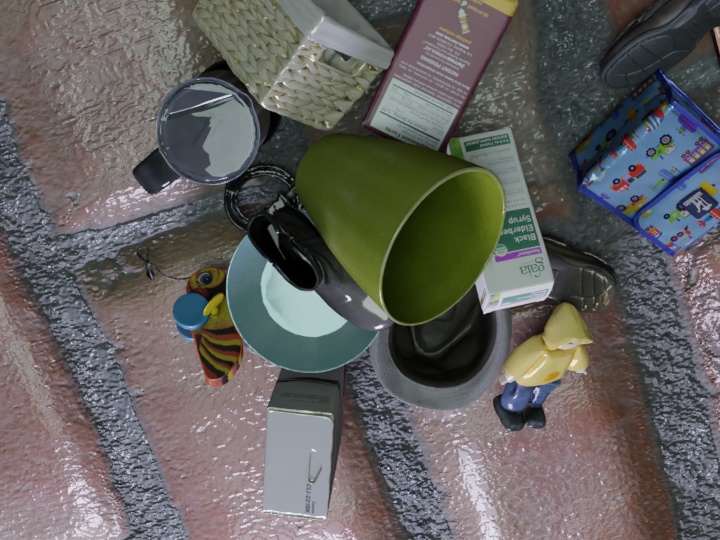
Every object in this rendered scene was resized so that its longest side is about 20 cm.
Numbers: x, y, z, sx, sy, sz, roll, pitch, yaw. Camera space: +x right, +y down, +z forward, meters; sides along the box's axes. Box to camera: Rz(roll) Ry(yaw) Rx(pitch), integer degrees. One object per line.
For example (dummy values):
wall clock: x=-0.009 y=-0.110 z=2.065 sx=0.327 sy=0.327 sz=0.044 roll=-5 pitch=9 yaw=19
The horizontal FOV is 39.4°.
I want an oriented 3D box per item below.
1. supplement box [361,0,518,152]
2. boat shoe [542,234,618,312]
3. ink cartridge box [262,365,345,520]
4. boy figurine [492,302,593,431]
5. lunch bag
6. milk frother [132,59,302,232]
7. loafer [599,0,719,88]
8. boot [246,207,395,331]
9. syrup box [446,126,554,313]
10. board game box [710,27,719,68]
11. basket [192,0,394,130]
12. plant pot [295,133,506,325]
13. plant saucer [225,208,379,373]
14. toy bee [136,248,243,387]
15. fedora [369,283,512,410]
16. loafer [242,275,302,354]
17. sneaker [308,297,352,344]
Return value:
supplement box: x=0.090 y=-0.244 z=1.164 sx=0.103 sy=0.131 sz=0.201 roll=25 pitch=108 yaw=-5
boat shoe: x=0.227 y=-0.007 z=1.264 sx=0.199 sy=0.073 sz=0.075 roll=25 pitch=117 yaw=16
ink cartridge box: x=-0.068 y=0.201 z=1.279 sx=0.083 sy=0.200 sz=0.145 roll=5 pitch=108 yaw=2
boy figurine: x=0.240 y=0.119 z=1.267 sx=0.124 sy=0.065 sz=0.200 roll=0 pitch=138 yaw=-23
lunch bag: x=0.378 y=-0.114 z=1.213 sx=0.200 sy=0.094 sz=0.151 roll=35 pitch=119 yaw=-19
milk frother: x=-0.143 y=-0.130 z=1.184 sx=0.200 sy=0.188 sz=0.181 roll=35 pitch=107 yaw=-8
loafer: x=0.363 y=-0.290 z=1.172 sx=0.200 sy=0.063 sz=0.072 roll=-35 pitch=135 yaw=30
boot: x=-0.043 y=0.009 z=1.138 sx=0.200 sy=0.132 sz=0.070 roll=38 pitch=100 yaw=0
syrup box: x=0.162 y=-0.059 z=1.191 sx=0.078 sy=0.081 sz=0.201 roll=-12 pitch=72 yaw=-3
board game box: x=0.449 y=-0.339 z=1.171 sx=0.103 sy=0.019 sz=0.201 roll=-19 pitch=106 yaw=8
basket: x=-0.081 y=-0.266 z=1.122 sx=0.124 sy=0.135 sz=0.200 roll=-51 pitch=55 yaw=20
plant pot: x=0.025 y=-0.071 z=1.113 sx=0.200 sy=0.187 sz=0.188 roll=37 pitch=112 yaw=36
plant saucer: x=-0.063 y=0.023 z=1.229 sx=0.200 sy=0.039 sz=0.202 roll=1 pitch=98 yaw=7
toy bee: x=-0.191 y=0.040 z=1.286 sx=0.108 sy=0.131 sz=0.201 roll=-28 pitch=94 yaw=-13
fedora: x=0.102 y=0.068 z=1.284 sx=0.176 sy=0.090 sz=0.201 roll=9 pitch=110 yaw=1
loafer: x=-0.093 y=0.028 z=1.286 sx=0.070 sy=0.070 sz=0.201 roll=13 pitch=113 yaw=-36
sneaker: x=0.000 y=0.000 z=1.277 sx=0.078 sy=0.079 sz=0.200 roll=34 pitch=102 yaw=1
